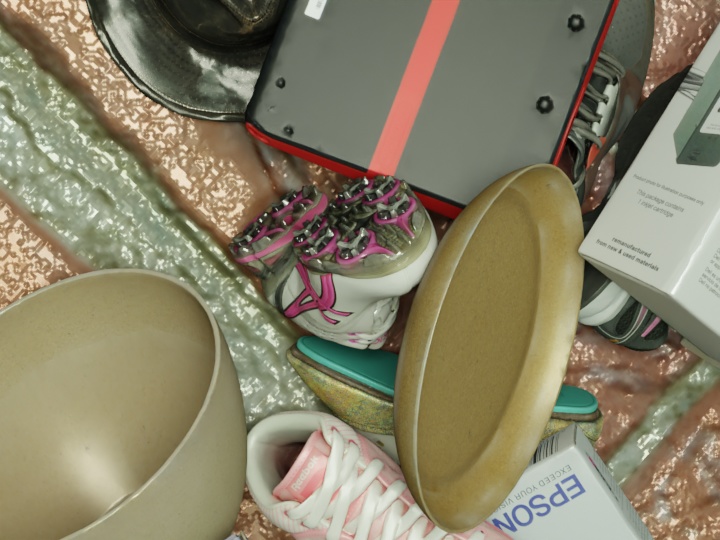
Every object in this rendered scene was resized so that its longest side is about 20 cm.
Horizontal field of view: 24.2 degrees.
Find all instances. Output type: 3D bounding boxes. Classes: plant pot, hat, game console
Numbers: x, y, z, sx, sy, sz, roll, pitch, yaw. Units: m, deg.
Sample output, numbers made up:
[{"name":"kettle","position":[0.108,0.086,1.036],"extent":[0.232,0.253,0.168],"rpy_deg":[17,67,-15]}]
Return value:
[{"name":"plant pot","position":[-0.142,0.117,0.937],"extent":[0.200,0.200,0.135],"rpy_deg":[-32,129,-5]},{"name":"hat","position":[-0.072,-0.186,0.964],"extent":[0.199,0.081,0.202],"rpy_deg":[-1,94,-10]},{"name":"plant pot","position":[0.067,0.039,0.895],"extent":[0.027,0.200,0.201],"rpy_deg":[14,92,27]},{"name":"game console","position":[0.048,-0.139,0.945],"extent":[0.176,0.031,0.201],"rpy_deg":[21,88,0]}]

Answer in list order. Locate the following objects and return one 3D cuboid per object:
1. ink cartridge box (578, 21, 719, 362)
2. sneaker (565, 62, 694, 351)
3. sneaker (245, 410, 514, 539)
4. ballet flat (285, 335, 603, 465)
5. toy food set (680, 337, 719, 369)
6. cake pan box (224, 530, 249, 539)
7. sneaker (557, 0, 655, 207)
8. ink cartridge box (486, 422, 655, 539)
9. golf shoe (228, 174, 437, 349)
[{"name":"ink cartridge box","position":[0.240,-0.051,0.954],"extent":[0.146,0.084,0.201],"rpy_deg":[35,87,-37]},{"name":"sneaker","position":[0.196,-0.039,1.029],"extent":[0.086,0.080,0.200],"rpy_deg":[39,87,-32]},{"name":"sneaker","position":[0.010,0.143,0.935],"extent":[0.076,0.200,0.105],"rpy_deg":[-56,144,-3]},{"name":"ballet flat","position":[0.048,0.091,1.014],"extent":[0.199,0.071,0.071],"rpy_deg":[11,92,-9]},{"name":"toy food set","position":[0.313,-0.003,1.054],"extent":[0.143,0.060,0.201],"rpy_deg":[31,88,2]},{"name":"cake pan box","position":[-0.115,0.233,0.940],"extent":[0.183,0.200,0.052],"rpy_deg":[-31,69,-6]},{"name":"sneaker","position":[0.130,-0.089,1.001],"extent":[0.077,0.082,0.201],"rpy_deg":[22,91,-9]},{"name":"ink cartridge box","position":[0.099,0.222,1.007],"extent":[0.196,0.043,0.201],"rpy_deg":[-32,97,17]},{"name":"golf shoe","position":[0.000,0.000,0.931],"extent":[0.073,0.200,0.092],"rpy_deg":[-41,105,-16]}]
